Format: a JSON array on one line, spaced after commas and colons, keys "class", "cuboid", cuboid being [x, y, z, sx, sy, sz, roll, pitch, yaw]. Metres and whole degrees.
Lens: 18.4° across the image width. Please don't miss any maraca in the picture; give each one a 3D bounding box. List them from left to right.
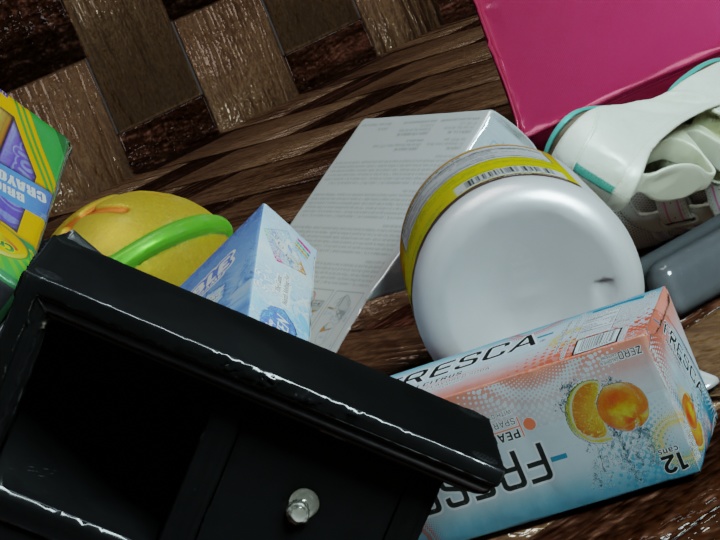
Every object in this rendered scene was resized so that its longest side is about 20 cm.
[{"class": "maraca", "cuboid": [-0.131, 0.015, 1.309, 0.137, 0.107, 0.200, -31, -10, -2]}]

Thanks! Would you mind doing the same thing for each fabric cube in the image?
[{"class": "fabric cube", "cuboid": [0.183, -0.179, 1.480, 0.195, 0.201, 0.199, -21, -18, 10]}]

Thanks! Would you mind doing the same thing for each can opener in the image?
[{"class": "can opener", "cuboid": [0.224, -0.042, 1.235, 0.199, 0.067, 0.053, -27, 10, -26]}]

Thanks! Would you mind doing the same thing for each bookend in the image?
[{"class": "bookend", "cuboid": [-0.074, 0.119, 0.888, 0.092, 0.197, 0.201, -95, 28, -80]}]

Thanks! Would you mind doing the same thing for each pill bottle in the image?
[{"class": "pill bottle", "cuboid": [0.075, -0.003, 1.105, 0.109, 0.110, 0.200, -22, 9, 3]}]

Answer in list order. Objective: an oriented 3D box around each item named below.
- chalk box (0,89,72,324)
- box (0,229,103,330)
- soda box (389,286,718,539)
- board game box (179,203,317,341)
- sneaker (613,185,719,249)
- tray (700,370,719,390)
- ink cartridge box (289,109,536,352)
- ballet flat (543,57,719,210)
[{"class": "chalk box", "cuboid": [-0.218, -0.007, 0.960, 0.125, 0.124, 0.200, -49, 16, 21]}, {"class": "box", "cuboid": [-0.184, 0.086, 1.030, 0.201, 0.079, 0.141, -55, 20, -17]}, {"class": "soda box", "cuboid": [0.053, 0.075, 0.979, 0.199, 0.069, 0.064, -19, 13, 22]}, {"class": "board game box", "cuboid": [-0.104, 0.083, 1.048, 0.200, 0.043, 0.199, -44, 16, 17]}, {"class": "sneaker", "cuboid": [0.211, -0.066, 1.355, 0.199, 0.082, 0.088, -23, 8, 1]}, {"class": "tray", "cuboid": [0.092, 0.060, 1.116, 0.107, 0.022, 0.200, -24, 9, -14]}, {"class": "ink cartridge box", "cuboid": [0.000, 0.000, 1.276, 0.201, 0.047, 0.160, -57, 24, -14]}, {"class": "ballet flat", "cuboid": [0.179, -0.069, 1.240, 0.069, 0.070, 0.199, -14, 4, 42]}]
